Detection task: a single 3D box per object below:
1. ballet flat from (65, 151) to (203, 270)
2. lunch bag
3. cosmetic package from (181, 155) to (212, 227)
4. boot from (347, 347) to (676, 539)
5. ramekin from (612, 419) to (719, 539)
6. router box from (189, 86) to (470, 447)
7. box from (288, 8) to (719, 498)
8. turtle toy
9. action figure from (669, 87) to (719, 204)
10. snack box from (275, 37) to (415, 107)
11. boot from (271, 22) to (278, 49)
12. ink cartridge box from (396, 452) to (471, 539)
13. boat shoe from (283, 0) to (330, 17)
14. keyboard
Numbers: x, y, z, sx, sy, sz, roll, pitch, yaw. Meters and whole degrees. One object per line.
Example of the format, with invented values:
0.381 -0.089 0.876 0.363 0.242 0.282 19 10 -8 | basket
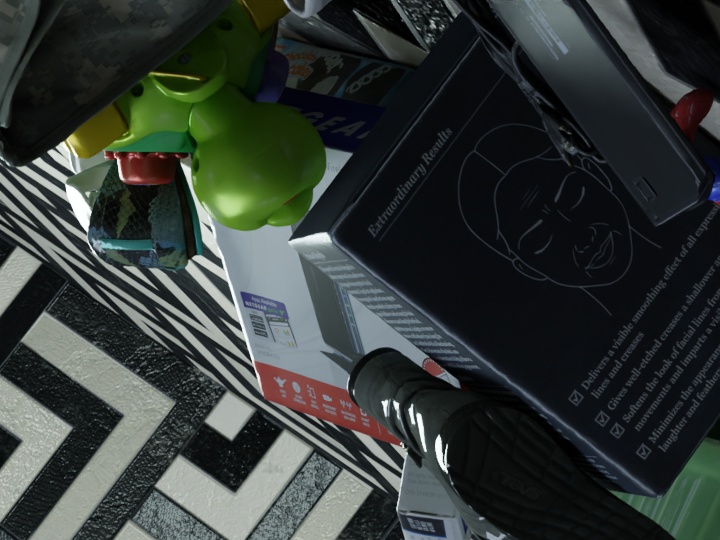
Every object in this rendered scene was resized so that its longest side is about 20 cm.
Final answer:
-0.127 -0.059 1.564 0.074 0.074 0.200 40 -168 -20 | ballet flat
-0.161 -0.161 1.395 0.164 0.200 0.118 35 168 34 | lunch bag
-0.068 -0.065 1.750 0.104 0.073 0.200 45 172 -30 | cosmetic package
0.084 0.115 1.404 0.200 0.068 0.131 49 173 -24 | boot
0.156 0.104 1.624 0.200 0.098 0.200 19 -166 -5 | ramekin
0.000 0.000 1.522 0.200 0.049 0.180 15 128 52 | router box
0.093 -0.011 1.360 0.200 0.149 0.107 39 171 -9 | box
-0.092 -0.096 1.459 0.200 0.146 0.101 46 168 40 | turtle toy
0.189 -0.035 1.172 0.065 0.099 0.200 38 -166 -23 | action figure
0.014 -0.080 1.699 0.116 0.037 0.200 43 170 -25 | snack box
-0.135 -0.156 1.597 0.155 0.073 0.200 9 -172 -21 | boot
0.060 0.067 1.755 0.047 0.200 0.198 7 167 7 | ink cartridge box
-0.050 -0.181 1.305 0.071 0.069 0.200 33 170 41 | boat shoe
0.075 -0.103 1.207 0.200 0.021 0.127 54 165 1 | keyboard
